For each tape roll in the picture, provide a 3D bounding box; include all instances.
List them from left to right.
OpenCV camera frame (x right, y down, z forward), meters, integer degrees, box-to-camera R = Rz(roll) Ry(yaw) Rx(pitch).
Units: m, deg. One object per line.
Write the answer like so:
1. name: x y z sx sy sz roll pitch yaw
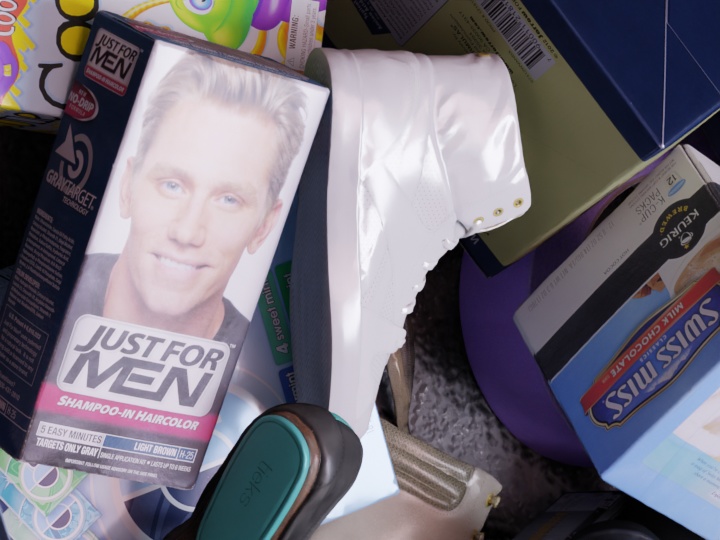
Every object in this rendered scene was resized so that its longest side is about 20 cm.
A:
1. tape roll: 0.153 0.013 1.499 0.199 0.065 0.202 -1 91 -36

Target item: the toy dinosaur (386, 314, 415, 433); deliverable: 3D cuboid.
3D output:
1. toy dinosaur: 0.000 0.000 1.404 0.088 0.047 0.201 -7 98 -42

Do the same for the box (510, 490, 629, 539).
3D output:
1. box: 0.111 0.218 1.425 0.200 0.048 0.160 -27 113 -66

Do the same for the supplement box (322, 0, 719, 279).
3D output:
1. supplement box: 0.090 -0.137 1.334 0.134 0.200 0.200 -36 88 -28

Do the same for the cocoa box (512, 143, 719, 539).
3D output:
1. cocoa box: 0.203 0.057 1.353 0.200 0.132 0.133 30 113 -37

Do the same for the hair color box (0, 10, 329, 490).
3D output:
1. hair color box: -0.098 -0.007 1.218 0.100 0.060 0.201 13 100 -36

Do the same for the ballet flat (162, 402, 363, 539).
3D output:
1. ballet flat: -0.063 0.144 1.262 0.200 0.068 0.068 -49 155 22

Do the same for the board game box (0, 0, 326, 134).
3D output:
1. board game box: -0.128 -0.116 1.272 0.199 0.105 0.104 8 87 -35

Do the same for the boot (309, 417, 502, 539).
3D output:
1. boot: 0.040 0.184 1.421 0.200 0.072 0.155 38 69 -27

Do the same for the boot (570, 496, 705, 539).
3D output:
1. boot: 0.157 0.153 1.391 0.163 0.073 0.199 -76 151 -44

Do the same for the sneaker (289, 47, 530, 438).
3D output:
1. sneaker: 0.028 -0.008 1.274 0.115 0.074 0.201 -3 112 -20

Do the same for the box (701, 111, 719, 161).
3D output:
1. box: 0.236 -0.065 1.495 0.122 0.032 0.200 63 24 9

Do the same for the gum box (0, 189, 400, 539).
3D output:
1. gum box: -0.096 0.063 1.309 0.199 0.045 0.171 -19 103 -18
